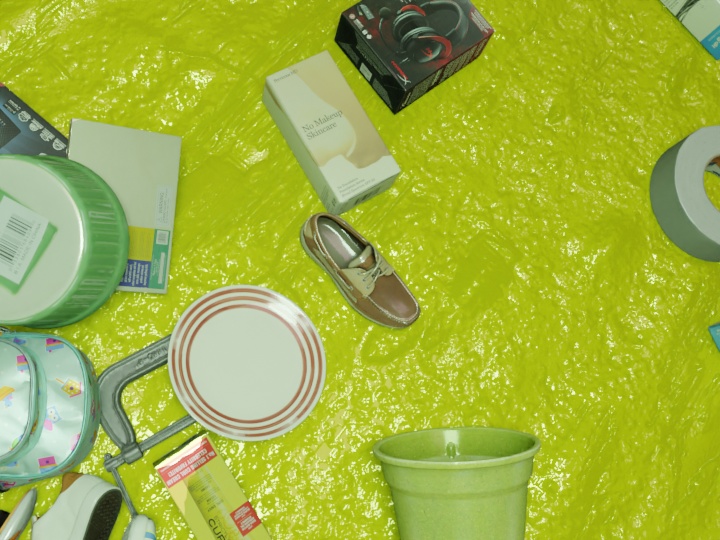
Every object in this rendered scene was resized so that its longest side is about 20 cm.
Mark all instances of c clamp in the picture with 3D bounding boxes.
[{"bbox_3d":[-0.235,0.171,0.889,0.199,0.027,0.171,-34,80,-16],"label":"c clamp"}]

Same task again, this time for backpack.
[{"bbox_3d":[-0.391,0.151,0.794,0.198,0.153,0.177,-2,71,-17],"label":"backpack"}]

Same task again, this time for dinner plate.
[{"bbox_3d":[-0.140,0.114,0.906,0.199,0.024,0.202,10,62,-20],"label":"dinner plate"}]

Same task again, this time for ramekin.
[{"bbox_3d":[-0.367,-0.033,0.797,0.198,0.098,0.202,0,90,1],"label":"ramekin"}]

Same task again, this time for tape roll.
[{"bbox_3d":[0.549,-0.118,1.110,0.199,0.066,0.202,3,76,-12],"label":"tape roll"}]

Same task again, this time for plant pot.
[{"bbox_3d":[0.118,0.296,0.859,0.199,0.200,0.186,-3,88,-13],"label":"plant pot"}]

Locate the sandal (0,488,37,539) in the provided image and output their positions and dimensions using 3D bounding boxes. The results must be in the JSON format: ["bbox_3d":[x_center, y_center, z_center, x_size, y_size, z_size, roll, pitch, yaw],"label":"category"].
[{"bbox_3d":[-0.427,0.322,0.777,0.059,0.079,0.208,32,74,-6],"label":"sandal"}]

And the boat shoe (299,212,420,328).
[{"bbox_3d":[0.000,0.000,0.956,0.200,0.072,0.076,40,71,0],"label":"boat shoe"}]

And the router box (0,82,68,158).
[{"bbox_3d":[-0.438,-0.125,0.898,0.200,0.062,0.150,39,72,-1],"label":"router box"}]

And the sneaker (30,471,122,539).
[{"bbox_3d":[-0.340,0.325,0.813,0.084,0.073,0.201,16,77,24],"label":"sneaker"}]

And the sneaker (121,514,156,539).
[{"bbox_3d":[-0.224,0.379,0.818,0.104,0.076,0.202,7,81,-23],"label":"sneaker"}]

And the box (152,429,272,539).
[{"bbox_3d":[-0.159,0.290,0.844,0.075,0.050,0.201,-30,92,-19],"label":"box"}]

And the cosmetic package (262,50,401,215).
[{"bbox_3d":[-0.042,-0.186,0.995,0.105,0.071,0.201,-30,84,-17],"label":"cosmetic package"}]

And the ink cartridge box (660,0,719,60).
[{"bbox_3d":[0.587,-0.477,1.200,0.146,0.084,0.200,-42,88,-18],"label":"ink cartridge box"}]

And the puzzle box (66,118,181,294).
[{"bbox_3d":[-0.296,-0.075,0.889,0.132,0.025,0.202,6,90,-30],"label":"puzzle box"}]

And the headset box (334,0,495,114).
[{"bbox_3d":[0.085,-0.349,1.062,0.200,0.075,0.149,-36,84,-18],"label":"headset box"}]

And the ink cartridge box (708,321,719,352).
[{"bbox_3d":[0.623,0.139,1.027,0.124,0.129,0.201,-22,82,-17],"label":"ink cartridge box"}]
